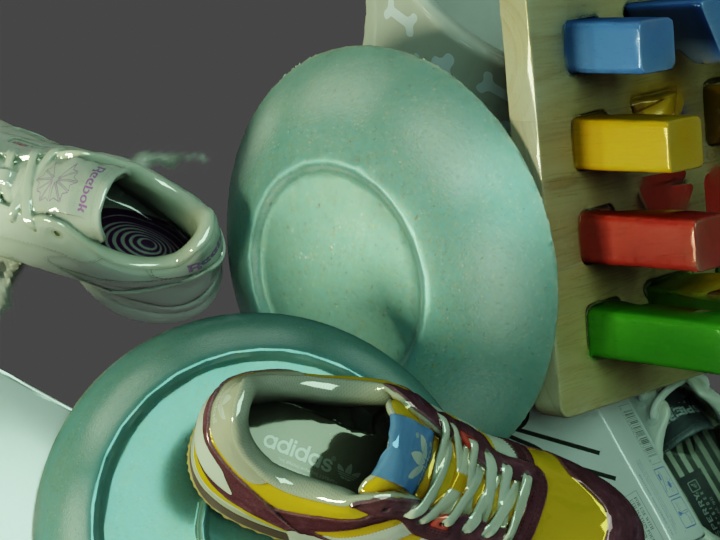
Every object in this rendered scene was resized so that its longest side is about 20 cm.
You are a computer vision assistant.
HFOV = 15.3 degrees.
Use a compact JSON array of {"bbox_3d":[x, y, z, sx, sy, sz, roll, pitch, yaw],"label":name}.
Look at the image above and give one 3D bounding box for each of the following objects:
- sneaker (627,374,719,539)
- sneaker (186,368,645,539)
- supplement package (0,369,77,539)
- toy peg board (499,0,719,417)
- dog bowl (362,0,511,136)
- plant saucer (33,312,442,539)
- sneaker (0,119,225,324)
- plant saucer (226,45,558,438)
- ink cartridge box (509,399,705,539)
[{"bbox_3d":[0.144,0.060,1.297,0.073,0.071,0.201,-32,81,-20],"label":"sneaker"},{"bbox_3d":[0.028,0.091,1.101,0.199,0.090,0.075,13,72,-8],"label":"sneaker"},{"bbox_3d":[-0.180,0.131,1.182,0.199,0.111,0.156,29,68,-1],"label":"supplement package"},{"bbox_3d":[0.172,-0.048,1.211,0.199,0.097,0.201,-14,104,-42],"label":"toy peg board"},{"bbox_3d":[0.092,-0.127,1.312,0.199,0.059,0.201,11,44,-10],"label":"dog bowl"},{"bbox_3d":[-0.039,0.112,1.143,0.199,0.027,0.202,3,73,-11],"label":"plant saucer"},{"bbox_3d":[-0.153,-0.041,1.252,0.199,0.100,0.075,18,71,-4],"label":"sneaker"},{"bbox_3d":[0.000,0.000,1.221,0.039,0.201,0.202,-17,74,-46],"label":"plant saucer"},{"bbox_3d":[0.071,0.062,1.269,0.094,0.044,0.201,-33,78,25],"label":"ink cartridge box"}]
